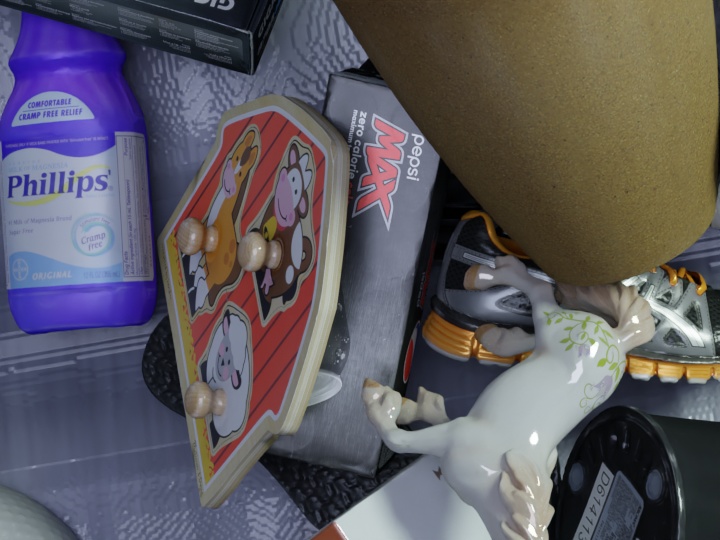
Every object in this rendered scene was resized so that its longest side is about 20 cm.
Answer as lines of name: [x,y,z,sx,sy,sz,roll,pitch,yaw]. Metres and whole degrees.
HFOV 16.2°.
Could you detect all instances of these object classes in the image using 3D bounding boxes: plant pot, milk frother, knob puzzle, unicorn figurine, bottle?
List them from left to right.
bottle: [-0.159,-0.067,1.398,0.083,0.065,0.202,-3,89,13]
knob puzzle: [-0.061,-0.004,1.299,0.030,0.219,0.222,8,91,-26]
unicorn figurine: [0.071,0.078,1.230,0.137,0.074,0.201,31,88,40]
plant pot: [0.096,-0.100,1.206,0.185,0.187,0.201,-20,115,8]
milk frother: [0.184,0.123,1.318,0.187,0.201,0.181,6,133,-26]

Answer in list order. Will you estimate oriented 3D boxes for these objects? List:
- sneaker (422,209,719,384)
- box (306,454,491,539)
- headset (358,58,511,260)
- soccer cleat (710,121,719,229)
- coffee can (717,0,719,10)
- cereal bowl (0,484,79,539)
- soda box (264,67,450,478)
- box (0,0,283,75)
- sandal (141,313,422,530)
sneaker: [0.134,0.014,1.327,0.198,0.078,0.078,4,98,-9]
box: [-0.006,0.203,1.311,0.125,0.097,0.200,53,131,6]
headset: [0.023,-0.061,1.378,0.199,0.094,0.124,-21,93,-6]
soccer cleat: [0.216,-0.060,1.273,0.073,0.200,0.069,9,78,5]
coffee can: [0.247,-0.165,1.266,0.145,0.200,0.148,0,90,8]
cereal bowl: [-0.239,0.217,1.402,0.198,0.083,0.202,0,91,9]
soda box: [0.000,0.000,1.308,0.070,0.063,0.202,12,98,7]
box: [-0.125,-0.206,1.370,0.198,0.046,0.160,17,64,9]
sandal: [-0.030,0.086,1.392,0.200,0.048,0.076,36,97,20]
